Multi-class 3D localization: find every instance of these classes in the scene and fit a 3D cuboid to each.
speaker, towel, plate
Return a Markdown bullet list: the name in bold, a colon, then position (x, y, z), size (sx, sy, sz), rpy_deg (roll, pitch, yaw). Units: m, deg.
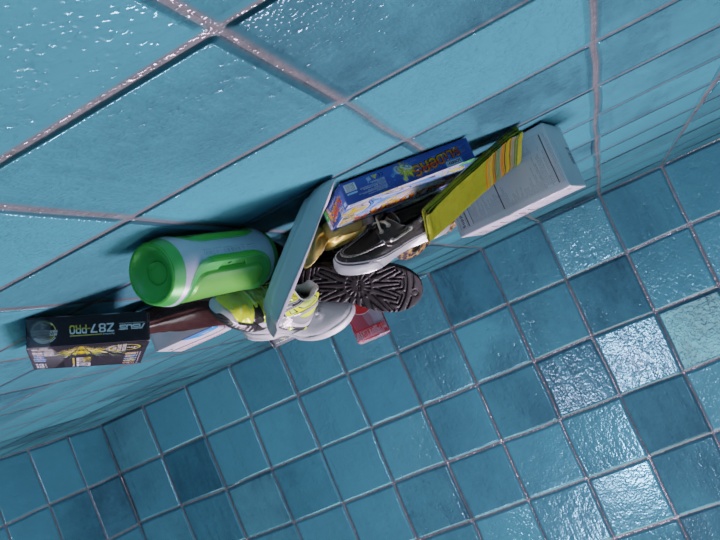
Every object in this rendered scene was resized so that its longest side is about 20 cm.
- **speaker**: position (-0.190, -0.007, 0.981), size (0.088, 0.089, 0.200), rpy_deg (-27, 173, 30)
- **towel**: position (0.171, -0.127, 1.173), size (0.200, 0.018, 0.086), rpy_deg (-42, 150, -13)
- **plate**: position (-0.091, -0.014, 1.062), size (0.032, 0.200, 0.200), rpy_deg (21, 168, -3)

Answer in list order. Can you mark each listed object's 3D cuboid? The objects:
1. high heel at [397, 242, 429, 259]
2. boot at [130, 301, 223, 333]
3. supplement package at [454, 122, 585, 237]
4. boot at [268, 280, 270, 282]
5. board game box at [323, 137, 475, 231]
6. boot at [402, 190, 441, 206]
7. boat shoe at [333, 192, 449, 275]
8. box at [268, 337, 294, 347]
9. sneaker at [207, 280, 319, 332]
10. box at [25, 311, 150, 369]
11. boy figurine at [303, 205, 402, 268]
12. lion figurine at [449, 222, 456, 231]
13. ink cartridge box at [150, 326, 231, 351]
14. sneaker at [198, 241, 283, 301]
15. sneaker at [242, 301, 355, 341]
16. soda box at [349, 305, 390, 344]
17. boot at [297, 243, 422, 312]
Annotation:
- **high heel**: position (0.121, -0.073, 1.609), size (0.143, 0.071, 0.200), rpy_deg (-21, 168, 40)
- **boot**: position (-0.293, 0.076, 1.268), size (0.166, 0.072, 0.200), rpy_deg (-18, -176, -34)
- **supplement package**: position (0.248, -0.146, 1.297), size (0.200, 0.114, 0.110), rpy_deg (-26, 173, 28)
- **boot**: position (-0.182, 0.031, 1.423), size (0.200, 0.069, 0.174), rpy_deg (-14, 175, -33)
- **board game box**: position (0.052, -0.122, 1.130), size (0.200, 0.034, 0.135), rpy_deg (-22, 174, -15)
- **boot**: position (0.064, -0.083, 1.406), size (0.186, 0.064, 0.200), rpy_deg (-24, 171, -2)
- **boat shoe**: position (0.043, -0.060, 1.191), size (0.200, 0.064, 0.071), rpy_deg (-28, -141, -16)
- **box**: position (-0.099, 0.049, 1.540), size (0.200, 0.051, 0.158), rpy_deg (-24, -143, 6)
- **sneaker**: position (-0.143, 0.043, 1.172), size (0.200, 0.075, 0.076), rpy_deg (0, 123, -52)
- **box**: position (-0.396, 0.104, 1.143), size (0.161, 0.049, 0.200), rpy_deg (0, 165, -21)
- **boy figurine**: position (-0.021, -0.062, 1.249), size (0.200, 0.064, 0.124), rpy_deg (-23, 177, -30)
- **lion figurine**: position (0.205, -0.129, 1.553), size (0.122, 0.072, 0.200), rpy_deg (-37, -175, 12)
- **ink cartridge box**: position (-0.321, 0.104, 1.503), size (0.116, 0.068, 0.200), rpy_deg (-23, 174, 1)
- **sneaker**: position (-0.205, 0.007, 1.182), size (0.200, 0.060, 0.104), rpy_deg (-20, 175, -2)
- **sneaker**: position (-0.111, 0.066, 1.287), size (0.200, 0.075, 0.089), rpy_deg (-9, 135, 10)
- **soda box**: position (-0.013, 0.032, 1.422), size (0.063, 0.200, 0.070), rpy_deg (-23, 173, 1)
- **boot**: position (0.000, -0.002, 1.310), size (0.211, 0.080, 0.158), rpy_deg (8, -160, 1)
